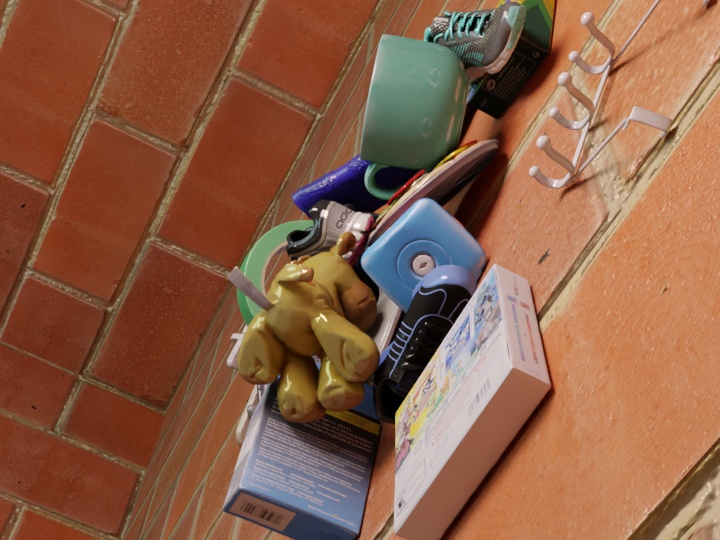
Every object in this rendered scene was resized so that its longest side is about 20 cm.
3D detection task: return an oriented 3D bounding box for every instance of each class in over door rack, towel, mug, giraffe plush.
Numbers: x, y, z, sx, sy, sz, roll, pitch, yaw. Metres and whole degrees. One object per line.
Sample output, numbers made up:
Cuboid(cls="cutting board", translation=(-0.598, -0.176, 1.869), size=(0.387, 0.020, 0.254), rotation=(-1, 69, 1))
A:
Cuboid(cls="over door rack", translation=(0.220, -0.169, 0.972), size=(0.148, 0.066, 0.200), rotation=(-69, 12, -16))
Cuboid(cls="towel", translation=(0.021, -0.121, 1.492), size=(0.200, 0.050, 0.148), rotation=(-29, -18, 23))
Cuboid(cls="mug", translation=(0.067, -0.190, 1.315), size=(0.185, 0.114, 0.153), rotation=(97, -177, -57))
Cuboid(cls="giraffe plush", translation=(-0.048, 0.048, 1.231), size=(0.172, 0.200, 0.162), rotation=(-25, 11, 31))

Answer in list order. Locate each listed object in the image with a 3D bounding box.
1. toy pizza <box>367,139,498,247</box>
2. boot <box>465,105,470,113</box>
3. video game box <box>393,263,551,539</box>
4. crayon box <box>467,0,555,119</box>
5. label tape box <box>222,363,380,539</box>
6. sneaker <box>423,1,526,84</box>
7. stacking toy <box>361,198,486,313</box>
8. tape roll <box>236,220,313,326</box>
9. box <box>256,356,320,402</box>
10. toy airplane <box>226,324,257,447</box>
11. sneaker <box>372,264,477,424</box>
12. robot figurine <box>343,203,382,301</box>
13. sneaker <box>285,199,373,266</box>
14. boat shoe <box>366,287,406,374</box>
Cuboid(cls="toy pizza", translation=(0.082, -0.097, 1.296), size=(0.200, 0.032, 0.200), rotation=(-38, -7, -5))
Cuboid(cls="boot", translation=(0.133, -0.243, 1.591), size=(0.131, 0.068, 0.200), rotation=(-52, 8, -2))
Cuboid(cls="video game box", translation=(0.094, 0.120, 0.980), size=(0.200, 0.047, 0.182), rotation=(-59, 14, 26))
Cuboid(cls="crayon box", translation=(0.199, -0.309, 1.408), size=(0.126, 0.051, 0.200), rotation=(-53, 15, 45))
Cuboid(cls="label tape box", translation=(-0.060, 0.208, 1.247), size=(0.063, 0.144, 0.200), rotation=(-57, 13, 44))
Cuboid(cls="sneaker", translation=(0.130, -0.282, 1.309), size=(0.078, 0.091, 0.200), rotation=(-70, 14, -12))
Cuboid(cls="stacking toy", translation=(0.083, -0.033, 1.264), size=(0.116, 0.110, 0.200), rotation=(-44, 6, 18))
Cuboid(cls="tape roll", translation=(-0.079, 0.028, 1.577), size=(0.201, 0.200, 0.048), rotation=(-69, 12, -22))
Cuboid(cls="box", translation=(-0.081, 0.186, 1.375), size=(0.158, 0.048, 0.201), rotation=(157, 110, -63))
Cuboid(cls="toy airplane", translation=(-0.117, 0.154, 1.639), size=(0.199, 0.141, 0.201), rotation=(-18, -59, -64))
Cuboid(cls="sneaker", translation=(0.067, 0.083, 1.141), size=(0.078, 0.070, 0.200), rotation=(-81, 13, -47))
Cuboid(cls="robot figurine", translation=(-0.001, 0.001, 1.455), size=(0.151, 0.124, 0.200), rotation=(-66, 5, -36))
Cuboid(cls="sneaker", translation=(-0.059, -0.008, 1.348), size=(0.200, 0.087, 0.074), rotation=(-60, -8, 32))
Cuboid(cls="boat shoe", translation=(0.050, 0.050, 1.298), size=(0.076, 0.060, 0.201), rotation=(-32, 29, 46))
